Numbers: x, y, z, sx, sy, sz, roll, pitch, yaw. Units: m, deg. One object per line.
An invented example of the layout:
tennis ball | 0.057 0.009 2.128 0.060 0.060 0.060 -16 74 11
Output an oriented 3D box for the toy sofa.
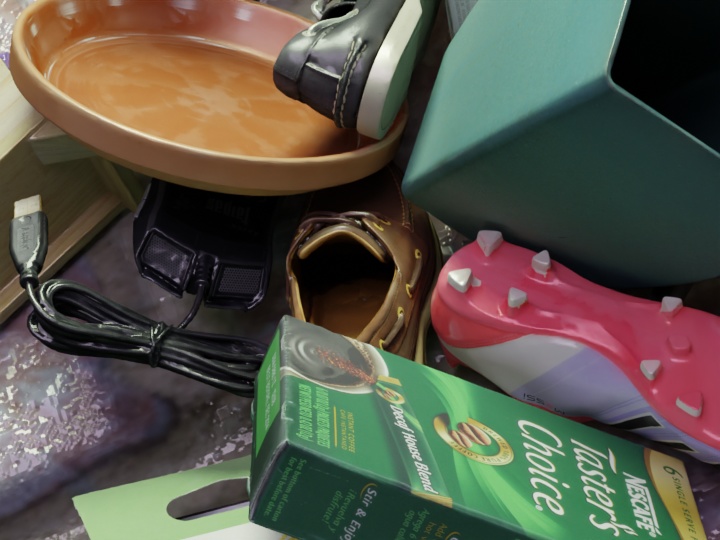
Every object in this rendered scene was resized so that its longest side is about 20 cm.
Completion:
toy sofa | -0.213 -0.013 1.211 0.200 0.083 0.097 -45 52 -14

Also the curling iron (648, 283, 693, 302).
curling iron | 0.171 -0.048 1.155 0.049 0.026 0.201 12 62 20

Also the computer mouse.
computer mouse | -0.104 -0.018 1.168 0.140 0.046 0.201 14 45 -14

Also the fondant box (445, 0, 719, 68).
fondant box | 0.156 -0.168 1.196 0.199 0.058 0.145 5 45 18

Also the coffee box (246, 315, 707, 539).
coffee box | 0.051 0.092 1.000 0.199 0.044 0.123 22 22 -10

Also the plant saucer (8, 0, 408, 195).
plant saucer | -0.075 -0.088 1.174 0.199 0.032 0.201 12 28 -6

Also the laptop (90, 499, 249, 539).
laptop | -0.106 0.184 1.033 0.186 0.116 0.201 -14 59 6

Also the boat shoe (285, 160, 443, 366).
boat shoe | 0.000 0.000 1.130 0.072 0.068 0.201 -9 39 9

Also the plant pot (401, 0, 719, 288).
plant pot | 0.118 -0.078 1.086 0.200 0.141 0.142 -23 41 53

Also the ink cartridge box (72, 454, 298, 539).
ink cartridge box | -0.036 0.124 1.032 0.145 0.048 0.200 -12 36 -16

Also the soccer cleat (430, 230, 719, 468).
soccer cleat | 0.121 0.048 1.085 0.199 0.077 0.067 25 55 20

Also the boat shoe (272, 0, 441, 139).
boat shoe | 0.006 -0.133 1.187 0.062 0.073 0.200 16 32 5
